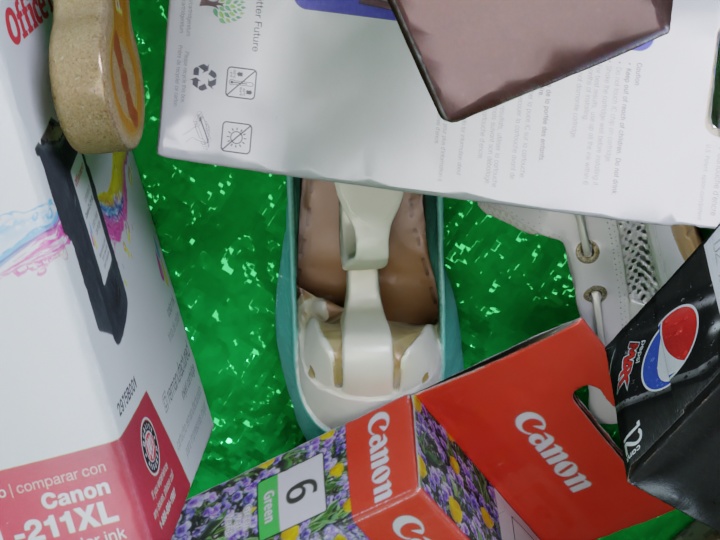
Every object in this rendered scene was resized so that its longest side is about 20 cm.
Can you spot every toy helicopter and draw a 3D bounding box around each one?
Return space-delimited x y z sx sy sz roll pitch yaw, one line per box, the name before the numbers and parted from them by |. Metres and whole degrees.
toy helicopter | -0.090 -0.137 0.828 0.079 0.132 0.201 -7 80 8

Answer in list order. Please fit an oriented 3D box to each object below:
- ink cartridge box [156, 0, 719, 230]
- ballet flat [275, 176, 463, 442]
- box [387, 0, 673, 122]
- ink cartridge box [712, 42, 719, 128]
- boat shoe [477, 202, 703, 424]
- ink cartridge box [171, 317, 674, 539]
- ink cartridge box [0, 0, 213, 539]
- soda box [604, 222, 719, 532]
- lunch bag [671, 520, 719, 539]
ink cartridge box | 0.037 -0.073 0.841 0.199 0.039 0.100 9 101 13
ballet flat | 0.000 0.000 0.918 0.067 0.070 0.201 -1 107 6
box | 0.019 -0.153 0.728 0.075 0.100 0.201 -20 104 13
ink cartridge box | 0.224 -0.093 0.883 0.199 0.044 0.174 6 108 4
boat shoe | 0.072 -0.036 0.900 0.069 0.071 0.201 -18 105 9
ink cartridge box | 0.018 0.104 0.928 0.199 0.050 0.109 -27 128 19
ink cartridge box | -0.122 -0.006 0.889 0.082 0.146 0.201 -13 105 8
soda box | 0.175 0.068 0.831 0.200 0.071 0.063 28 120 -21
lunch bag | 0.127 0.187 0.910 0.200 0.168 0.139 -43 98 15
